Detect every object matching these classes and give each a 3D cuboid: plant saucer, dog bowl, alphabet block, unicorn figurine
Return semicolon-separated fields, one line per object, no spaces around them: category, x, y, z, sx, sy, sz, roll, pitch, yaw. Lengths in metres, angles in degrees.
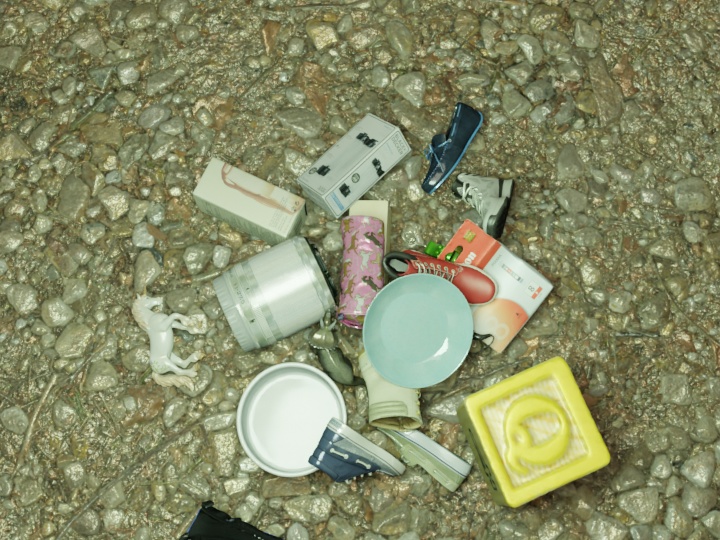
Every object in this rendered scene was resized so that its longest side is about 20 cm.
plant saucer;0.098;0.102;1.589;0.198;0.039;0.204;-2;99;-10
dog bowl;-0.122;0.272;1.652;0.197;0.079;0.203;0;77;1
alphabet block;0.291;0.284;1.579;0.194;0.200;0.198;-24;77;-5
unicorn figurine;-0.361;0.120;1.693;0.136;0.074;0.203;0;82;12

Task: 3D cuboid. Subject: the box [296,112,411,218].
box;-0.013;-0.203;1.742;0.200;0.060;0.116;-44;38;-9

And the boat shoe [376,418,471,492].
boat shoe;0.104;0.325;1.641;0.199;0.072;0.062;32;85;7

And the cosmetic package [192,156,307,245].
cosmetic package;-0.207;-0.125;1.737;0.198;0.103;0.088;25;77;5

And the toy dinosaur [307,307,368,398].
toy dinosaur;-0.048;0.164;1.653;0.076;0.102;0.202;-23;104;2

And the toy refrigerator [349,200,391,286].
toy refrigerator;0.016;-0.026;1.727;0.075;0.070;0.203;0;76;8

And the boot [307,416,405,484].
boot;-0.007;0.337;1.598;0.200;0.073;0.091;39;81;-34

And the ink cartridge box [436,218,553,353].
ink cartridge box;0.229;0.028;1.673;0.199;0.050;0.163;36;103;-3

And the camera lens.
camera lens;-0.151;0.041;1.666;0.198;0.160;0.161;-26;77;-4

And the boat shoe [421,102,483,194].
boat shoe;0.163;-0.238;1.772;0.068;0.084;0.201;35;65;-10

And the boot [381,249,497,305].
boot;0.140;0.014;1.617;0.198;0.144;0.073;19;96;17

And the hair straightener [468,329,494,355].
hair straightener;0.152;0.114;1.690;0.198;0.077;0.041;10;54;18

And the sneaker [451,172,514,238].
sneaker;0.219;-0.123;1.703;0.114;0.201;0.076;12;118;10

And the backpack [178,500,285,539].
backpack;-0.213;0.515;1.551;0.198;0.183;0.149;17;101;2

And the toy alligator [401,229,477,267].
toy alligator;0.163;-0.026;1.729;0.199;0.054;0.060;31;79;8

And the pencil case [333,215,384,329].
pencil case;0.000;0.000;1.637;0.085;0.083;0.202;6;71;-7

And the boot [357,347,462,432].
boot;0.100;0.209;1.629;0.197;0.072;0.156;0;51;-13
